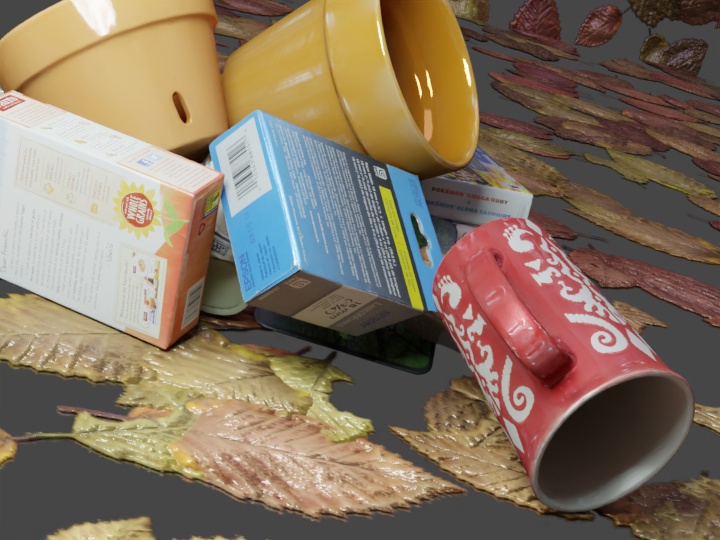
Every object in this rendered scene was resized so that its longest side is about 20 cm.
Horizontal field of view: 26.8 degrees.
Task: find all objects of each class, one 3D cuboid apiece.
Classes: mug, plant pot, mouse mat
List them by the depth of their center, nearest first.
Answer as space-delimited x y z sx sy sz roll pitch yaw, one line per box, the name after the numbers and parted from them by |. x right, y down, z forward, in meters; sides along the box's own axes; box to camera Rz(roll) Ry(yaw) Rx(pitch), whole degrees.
0.141 0.046 1.118 0.132 0.179 0.201 -19 44 -13 | mug
-0.199 -0.152 1.294 0.198 0.141 0.200 -24 -2 -1 | plant pot
0.000 0.000 1.335 0.159 0.008 0.201 17 43 -2 | mouse mat
-0.016 -0.163 1.348 0.181 0.203 0.200 -16 3 25 | plant pot

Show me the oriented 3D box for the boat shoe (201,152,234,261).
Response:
-0.105 -0.078 1.282 0.074 0.087 0.202 31 13 -6 | boat shoe

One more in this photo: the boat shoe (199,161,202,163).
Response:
-0.216 -0.104 1.485 0.197 0.076 0.062 11 15 2 | boat shoe

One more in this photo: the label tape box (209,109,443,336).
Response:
-0.019 -0.028 1.202 0.199 0.063 0.146 19 48 -48 | label tape box

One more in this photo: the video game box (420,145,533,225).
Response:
0.057 -0.102 1.522 0.180 0.047 0.200 7 19 -18 | video game box

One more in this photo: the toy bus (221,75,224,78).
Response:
-0.205 -0.153 1.429 0.197 0.079 0.065 5 -16 -16 | toy bus

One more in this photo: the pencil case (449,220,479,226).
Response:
0.074 -0.073 1.668 0.084 0.085 0.200 -11 21 -9 | pencil case

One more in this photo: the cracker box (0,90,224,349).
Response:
-0.212 -0.041 1.174 0.198 0.135 0.058 22 28 14 | cracker box

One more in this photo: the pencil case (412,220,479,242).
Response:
0.078 -0.007 1.459 0.198 0.089 0.079 3 65 -37 | pencil case

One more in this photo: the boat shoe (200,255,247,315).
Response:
-0.180 -0.023 1.266 0.197 0.075 0.066 17 15 -4 | boat shoe

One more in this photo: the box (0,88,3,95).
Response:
-0.381 -0.189 1.627 0.198 0.049 0.159 12 18 -15 | box

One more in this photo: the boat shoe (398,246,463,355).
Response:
0.118 0.046 1.271 0.199 0.072 0.076 31 -22 -4 | boat shoe
